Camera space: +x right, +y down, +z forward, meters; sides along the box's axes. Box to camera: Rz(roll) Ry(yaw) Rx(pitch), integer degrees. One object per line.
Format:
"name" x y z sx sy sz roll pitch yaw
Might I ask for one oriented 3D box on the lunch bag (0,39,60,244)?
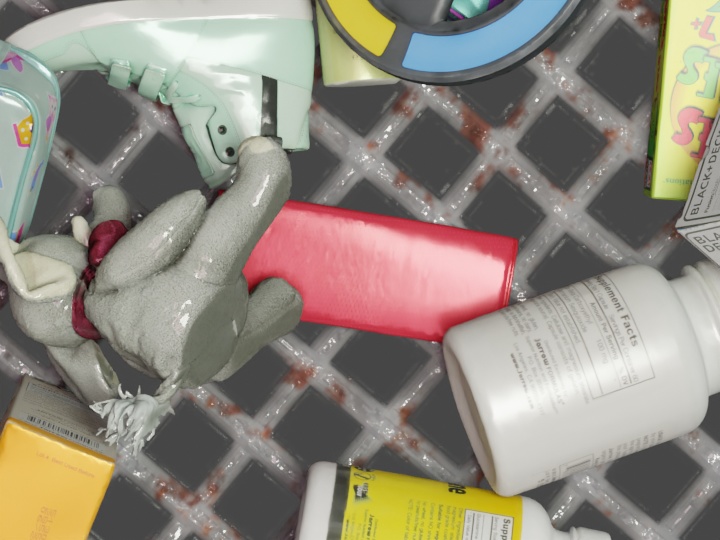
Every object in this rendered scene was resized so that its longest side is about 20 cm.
"lunch bag" -0.298 -0.083 1.629 0.199 0.077 0.161 18 119 1

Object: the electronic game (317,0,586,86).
"electronic game" 0.059 -0.212 1.581 0.199 0.042 0.201 -4 79 23

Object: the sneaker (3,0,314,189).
"sneaker" -0.126 -0.110 1.643 0.199 0.074 0.119 -4 88 -3

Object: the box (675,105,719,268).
"box" 0.294 -0.022 1.606 0.200 0.060 0.117 39 61 -28

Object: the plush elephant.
"plush elephant" -0.147 0.009 1.600 0.154 0.165 0.200 26 60 24

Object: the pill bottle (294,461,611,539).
"pill bottle" 0.056 0.193 1.655 0.199 0.112 0.113 10 94 -2

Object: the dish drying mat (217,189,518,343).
"dish drying mat" 0.000 0.000 1.686 0.199 0.018 0.077 9 95 -1

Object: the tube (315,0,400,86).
"tube" -0.007 -0.219 1.653 0.052 0.058 0.201 -3 90 33

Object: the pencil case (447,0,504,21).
"pencil case" 0.110 -0.235 1.633 0.092 0.085 0.200 32 93 -37

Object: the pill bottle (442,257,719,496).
"pill bottle" 0.162 0.060 1.641 0.199 0.114 0.115 -19 95 -6

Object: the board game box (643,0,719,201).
"board game box" 0.243 -0.143 1.662 0.101 0.048 0.201 4 95 -1

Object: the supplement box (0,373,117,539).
"supplement box" -0.205 0.146 1.603 0.073 0.200 0.127 22 93 -6
